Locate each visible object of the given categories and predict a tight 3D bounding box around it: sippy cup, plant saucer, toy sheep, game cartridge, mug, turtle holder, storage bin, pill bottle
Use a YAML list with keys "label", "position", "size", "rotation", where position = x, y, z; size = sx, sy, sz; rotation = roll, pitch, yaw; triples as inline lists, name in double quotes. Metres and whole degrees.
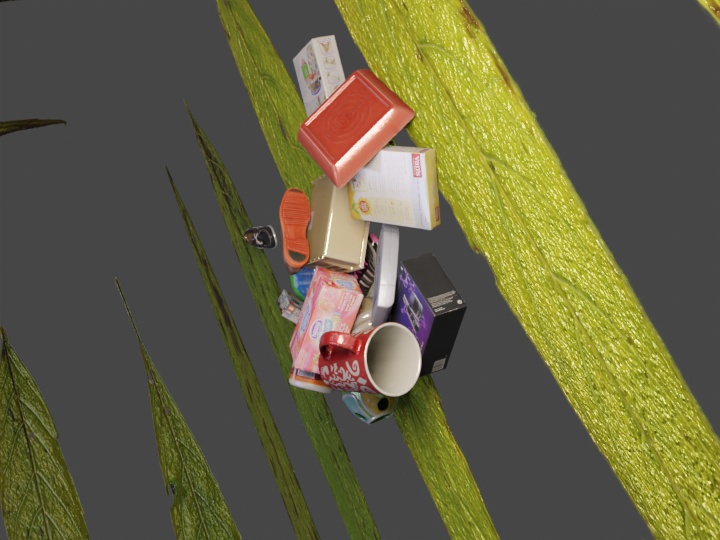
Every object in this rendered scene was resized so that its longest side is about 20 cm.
- label: "sippy cup"
  position: [-0.084, 0.012, 1.957]
  size: [0.179, 0.140, 0.130]
  rotation: [53, 153, -20]
- label: "plant saucer"
  position: [-0.021, -0.283, 1.529]
  size: [0.037, 0.199, 0.201]
  rotation: [41, -172, -46]
- label: "toy sheep"
  position: [0.042, 0.151, 1.724]
  size: [0.203, 0.136, 0.138]
  rotation: [66, 156, 20]
- label: "game cartridge"
  position: [0.050, 0.003, 1.615]
  size: [0.134, 0.040, 0.203]
  rotation: [96, 179, -63]
- label: "mug"
  position: [-0.002, 0.161, 1.568]
  size: [0.179, 0.133, 0.199]
  rotation: [54, 150, -13]
- label: "turtle holder"
  position: [0.034, 0.268, 1.828]
  size: [0.185, 0.139, 0.134]
  rotation: [-39, 66, 44]
- label: "storage bin"
  position: [-0.055, -0.102, 1.743]
  size: [0.198, 0.092, 0.204]
  rotation: [164, 115, -69]
- label: "pill bottle"
  position: [-0.094, 0.175, 1.860]
  size: [0.109, 0.108, 0.204]
  rotation: [-3, 73, 67]

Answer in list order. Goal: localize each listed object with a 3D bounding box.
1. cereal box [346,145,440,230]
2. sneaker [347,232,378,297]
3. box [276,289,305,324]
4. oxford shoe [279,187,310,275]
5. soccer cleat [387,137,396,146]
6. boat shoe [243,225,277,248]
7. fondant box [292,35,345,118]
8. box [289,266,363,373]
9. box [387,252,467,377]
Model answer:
- label: "cereal box"
  position: [0.057, -0.160, 1.510]
  size: [0.198, 0.039, 0.147]
  rotation: [12, 118, 38]
- label: "sneaker"
  position: [0.000, 0.000, 1.785]
  size: [0.074, 0.086, 0.201]
  rotation: [60, 154, 30]
- label: "box"
  position: [-0.111, 0.127, 1.991]
  size: [0.040, 0.198, 0.137]
  rotation: [-57, 15, 4]
- label: "oxford shoe"
  position: [-0.151, -0.087, 1.767]
  size: [0.073, 0.070, 0.203]
  rotation: [122, 152, -57]
- label: "soccer cleat"
  position: [0.025, -0.262, 1.601]
  size: [0.081, 0.066, 0.203]
  rotation: [84, 165, -69]
- label: "boat shoe"
  position: [-0.312, -0.104, 2.504]
  size: [0.199, 0.059, 0.075]
  rotation: [22, 123, 63]
- label: "fondant box"
  position: [-0.080, -0.391, 1.762]
  size: [0.144, 0.057, 0.204]
  rotation: [-10, 96, 68]
- label: "box"
  position: [-0.075, 0.110, 1.718]
  size: [0.103, 0.093, 0.203]
  rotation: [-116, 43, -63]
- label: "box"
  position: [0.123, 0.089, 1.565]
  size: [0.202, 0.078, 0.142]
  rotation: [100, 149, -47]
